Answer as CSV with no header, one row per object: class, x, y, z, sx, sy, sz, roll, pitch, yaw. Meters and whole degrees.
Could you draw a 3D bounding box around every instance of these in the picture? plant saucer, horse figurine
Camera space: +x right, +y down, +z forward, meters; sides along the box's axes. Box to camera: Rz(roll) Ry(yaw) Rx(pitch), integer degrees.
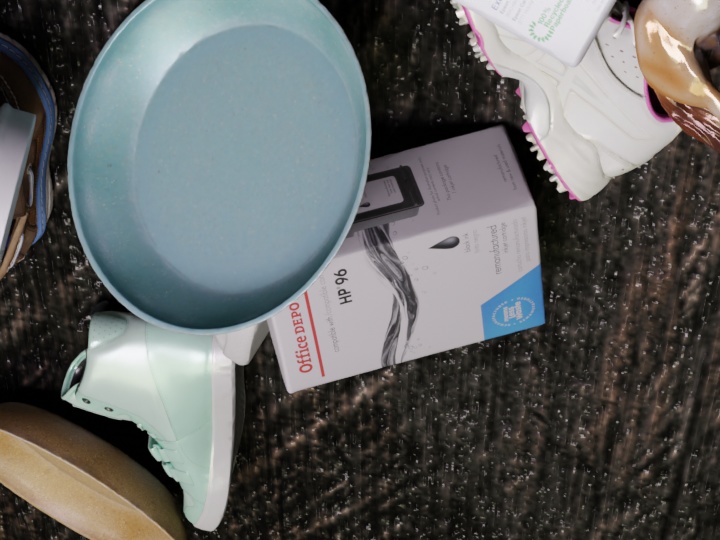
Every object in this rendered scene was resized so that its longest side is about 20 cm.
plant saucer,-0.071,-0.063,1.317,0.199,0.201,0.036,-9,170,31
plant saucer,-0.200,0.147,1.724,0.200,0.035,0.200,27,160,11
horse figurine,0.180,-0.127,1.156,0.132,0.050,0.200,29,136,19

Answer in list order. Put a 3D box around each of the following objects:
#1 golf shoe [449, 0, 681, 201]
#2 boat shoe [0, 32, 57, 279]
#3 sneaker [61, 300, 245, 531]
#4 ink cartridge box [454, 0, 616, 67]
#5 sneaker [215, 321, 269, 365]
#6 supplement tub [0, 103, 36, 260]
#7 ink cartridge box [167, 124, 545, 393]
golf shoe,0.106,-0.126,1.254,0.091,0.075,0.200,-23,132,15
boat shoe,-0.222,-0.063,1.449,0.072,0.073,0.200,9,144,10
sneaker,-0.140,0.096,1.634,0.118,0.074,0.201,6,135,2
ink cartridge box,0.058,-0.218,1.111,0.200,0.041,0.200,29,131,-1
sneaker,-0.080,-0.026,1.463,0.088,0.075,0.200,23,141,11
supplement tub,-0.290,-0.052,1.331,0.199,0.145,0.145,14,146,-7
ink cartridge box,0.000,0.000,1.386,0.199,0.068,0.116,-15,142,-3
